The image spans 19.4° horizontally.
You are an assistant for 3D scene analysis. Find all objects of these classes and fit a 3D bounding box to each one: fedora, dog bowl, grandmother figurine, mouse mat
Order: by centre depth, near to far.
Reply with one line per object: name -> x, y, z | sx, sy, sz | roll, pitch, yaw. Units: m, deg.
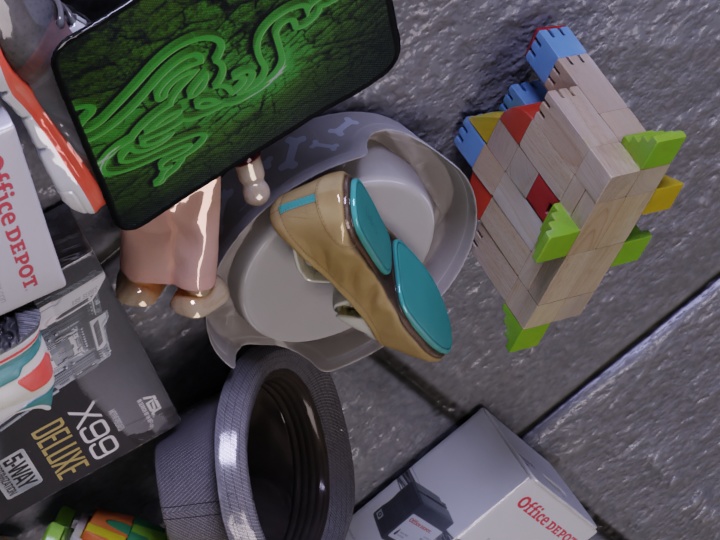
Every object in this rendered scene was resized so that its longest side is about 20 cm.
mouse mat -> -0.067, -0.117, 1.152 | 0.200, 0.008, 0.161 | -32, 145, -12
grandmother figurine -> -0.111, -0.071, 1.239 | 0.121, 0.061, 0.201 | 7, 123, -4
dog bowl -> -0.023, -0.019, 1.382 | 0.199, 0.059, 0.201 | -21, 142, -17
fedora -> -0.082, 0.141, 1.460 | 0.090, 0.200, 0.178 | -9, 106, 20

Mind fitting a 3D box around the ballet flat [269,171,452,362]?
ballet flat -> 0.000, 0.000, 1.335 | 0.063, 0.069, 0.200 | -12, 145, 17

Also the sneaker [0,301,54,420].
sneaker -> -0.267, 0.091, 1.221 | 0.199, 0.070, 0.094 | -27, 135, -14

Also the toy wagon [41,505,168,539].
toy wagon -> -0.145, 0.207, 1.480 | 0.200, 0.155, 0.040 | -117, -130, -86

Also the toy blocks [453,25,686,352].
toy blocks -> 0.119, -0.064, 1.386 | 0.100, 0.137, 0.200 | -13, 146, -32

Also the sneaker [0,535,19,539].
sneaker -> -0.288, 0.268, 1.486 | 0.081, 0.077, 0.200 | 8, 128, -44

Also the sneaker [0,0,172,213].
sneaker -> -0.157, -0.119, 1.136 | 0.082, 0.077, 0.200 | -24, 140, -1

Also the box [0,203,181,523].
box -> -0.216, 0.067, 1.335 | 0.157, 0.050, 0.200 | -28, 143, -7

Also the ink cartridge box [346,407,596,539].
ink cartridge box -> 0.072, 0.222, 1.707 | 0.200, 0.084, 0.145 | -40, 143, 8

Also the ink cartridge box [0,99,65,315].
ink cartridge box -> -0.278, -0.020, 1.159 | 0.199, 0.084, 0.145 | -25, 144, -13
